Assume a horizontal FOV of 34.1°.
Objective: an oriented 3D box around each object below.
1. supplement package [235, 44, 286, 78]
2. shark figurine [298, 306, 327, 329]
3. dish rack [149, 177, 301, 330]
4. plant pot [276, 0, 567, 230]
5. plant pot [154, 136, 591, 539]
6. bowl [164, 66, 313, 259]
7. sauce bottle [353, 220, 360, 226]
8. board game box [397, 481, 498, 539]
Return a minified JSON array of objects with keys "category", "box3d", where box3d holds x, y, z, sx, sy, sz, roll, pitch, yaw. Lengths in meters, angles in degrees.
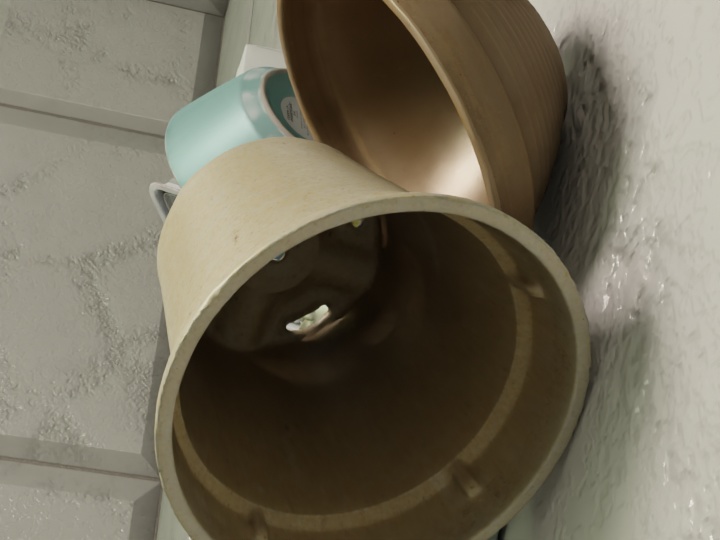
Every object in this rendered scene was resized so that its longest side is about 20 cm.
[{"category":"supplement package","box3d":[-0.096,-0.136,1.339,0.117,0.117,0.200,123,154,-63]},{"category":"shark figurine","box3d":[-0.013,0.009,0.886,0.214,0.089,0.128,13,117,36]},{"category":"dish rack","box3d":[-0.128,-0.022,1.246,0.200,0.044,0.172,19,143,41]},{"category":"plant pot","box3d":[0.046,-0.096,0.636,0.201,0.093,0.201,50,158,28]},{"category":"plant pot","box3d":[-0.019,0.023,0.585,0.183,0.200,0.201,-128,48,-58]},{"category":"bowl","box3d":[-0.076,-0.119,1.135,0.105,0.201,0.201,-45,31,33]},{"category":"sauce bottle","box3d":[-0.010,-0.091,1.042,0.065,0.065,0.200,-102,25,-60]},{"category":"board game box","box3d":[0.016,0.170,0.712,0.200,0.064,0.148,-138,59,-77]}]
